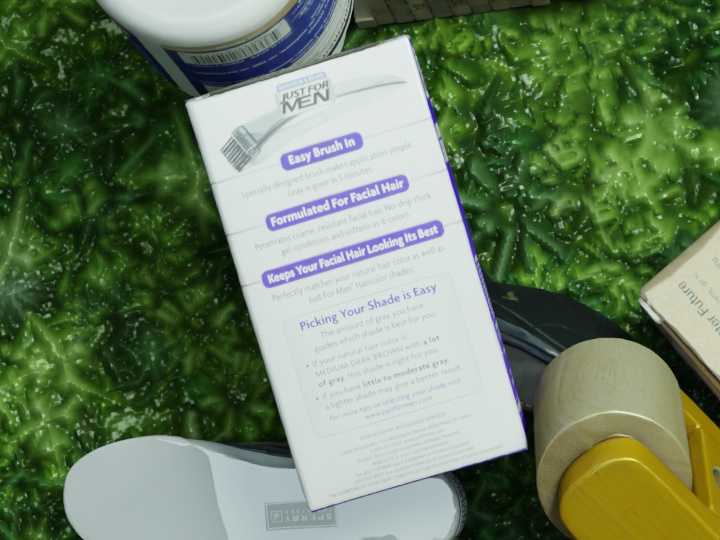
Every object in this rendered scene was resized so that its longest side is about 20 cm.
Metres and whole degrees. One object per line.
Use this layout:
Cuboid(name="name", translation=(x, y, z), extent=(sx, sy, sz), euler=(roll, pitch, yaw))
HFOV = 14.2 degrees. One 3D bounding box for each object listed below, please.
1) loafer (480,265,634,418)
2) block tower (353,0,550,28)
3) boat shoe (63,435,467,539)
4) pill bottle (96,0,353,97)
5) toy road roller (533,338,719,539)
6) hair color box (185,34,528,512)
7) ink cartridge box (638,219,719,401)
Cuboid(name="loafer", translation=(0.069, 0.044, 1.420), extent=(0.200, 0.073, 0.072), euler=(30, 112, 10))
Cuboid(name="block tower", translation=(0.090, -0.165, 1.449), extent=(0.199, 0.058, 0.054), euler=(-8, 79, 8))
Cuboid(name="boat shoe", translation=(-0.045, 0.117, 1.423), extent=(0.199, 0.057, 0.069), euler=(2, 90, 9))
Cuboid(name="pill bottle", translation=(-0.065, -0.144, 1.394), extent=(0.115, 0.200, 0.116), euler=(-1, 81, 6))
Cuboid(name="toy road roller", translation=(0.127, 0.146, 1.341), extent=(0.146, 0.123, 0.200), euler=(-37, 107, 17))
Cuboid(name="hair color box", translation=(0.000, 0.000, 1.350), extent=(0.109, 0.065, 0.201), euler=(-16, 95, 4))
Cuboid(name="ink cartridge box", translation=(0.258, 0.036, 1.383), extent=(0.165, 0.075, 0.200), euler=(-41, 79, 2))
